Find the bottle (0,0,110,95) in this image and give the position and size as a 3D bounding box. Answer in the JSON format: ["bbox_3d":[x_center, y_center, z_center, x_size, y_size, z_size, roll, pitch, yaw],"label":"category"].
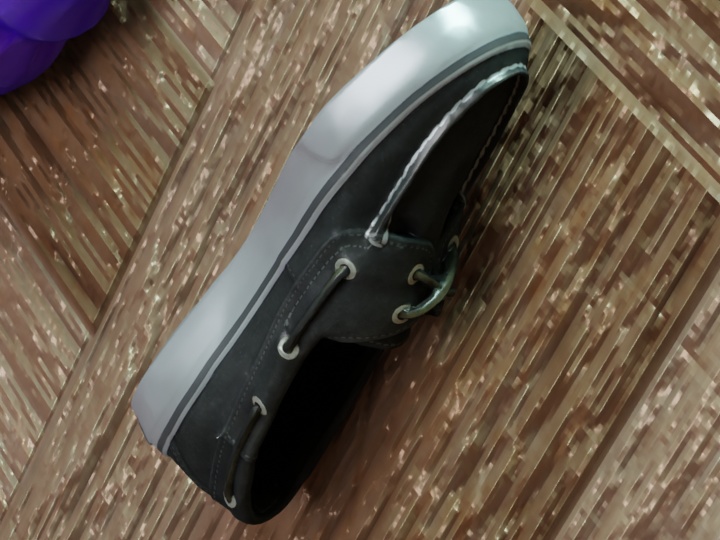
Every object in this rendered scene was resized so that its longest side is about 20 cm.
[{"bbox_3d":[-0.145,-0.104,0.953,0.200,0.065,0.084,-15,76,49],"label":"bottle"}]

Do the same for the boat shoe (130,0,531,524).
[{"bbox_3d":[0.000,0.000,0.785,0.057,0.069,0.200,49,128,16],"label":"boat shoe"}]
